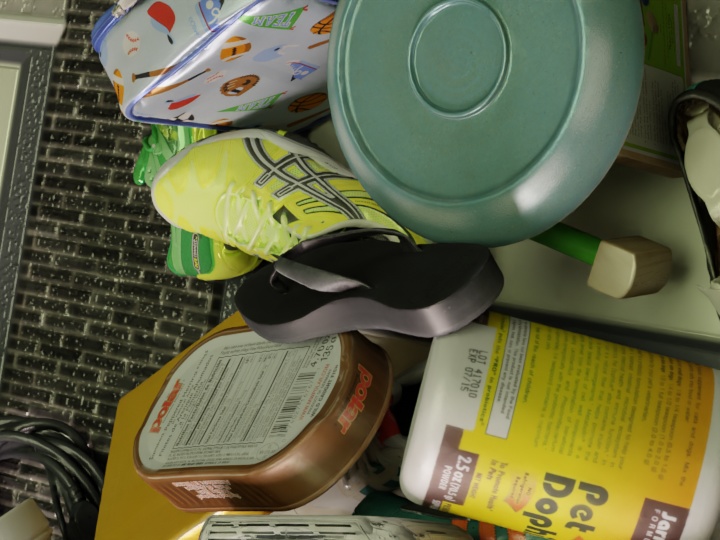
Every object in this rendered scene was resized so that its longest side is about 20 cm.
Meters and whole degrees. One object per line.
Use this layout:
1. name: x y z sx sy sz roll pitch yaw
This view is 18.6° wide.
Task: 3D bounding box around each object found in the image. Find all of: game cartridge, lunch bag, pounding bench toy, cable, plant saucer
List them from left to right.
1. cable: -0.228 0.194 1.482 0.163 0.051 0.201 -35 70 33
2. game cartridge: -0.084 0.099 1.341 0.200 0.032 0.177 -37 30 30
3. lunch bag: -0.061 -0.142 1.303 0.160 0.200 0.076 -34 70 27
4. plant saucer: 0.057 -0.112 1.165 0.199 0.027 0.201 -2 87 36
5. pounding bench toy: 0.090 -0.076 1.233 0.155 0.124 0.201 -7 81 35

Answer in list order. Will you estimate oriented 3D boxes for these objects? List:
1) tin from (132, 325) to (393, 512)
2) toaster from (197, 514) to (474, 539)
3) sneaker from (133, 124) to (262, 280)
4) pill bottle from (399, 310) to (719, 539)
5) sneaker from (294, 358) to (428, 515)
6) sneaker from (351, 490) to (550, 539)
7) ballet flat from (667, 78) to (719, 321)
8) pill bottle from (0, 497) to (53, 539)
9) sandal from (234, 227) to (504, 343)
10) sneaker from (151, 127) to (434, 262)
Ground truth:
1. tin: -0.059 0.081 1.253 0.200 0.042 0.112 -10 44 52
2. toaster: -0.019 0.199 1.190 0.199 0.113 0.130 -4 78 34
3. sneaker: -0.115 -0.090 1.413 0.083 0.074 0.201 -16 76 29
4. pill bottle: 0.127 0.093 1.156 0.199 0.109 0.110 14 93 1
5. sneaker: 0.019 0.091 1.284 0.199 0.093 0.071 -29 69 29
6. sneaker: 0.090 0.154 1.241 0.199 0.071 0.080 20 93 23
7. ballet flat: 0.207 -0.010 1.177 0.068 0.068 0.201 -29 69 28
8. pill bottle: -0.184 0.247 1.360 0.112 0.112 0.200 -34 91 28
9. sandal: 0.001 0.000 1.192 0.200 0.076 0.043 -4 124 51
10. sneaker: -0.035 -0.033 1.306 0.199 0.076 0.076 10 115 16
